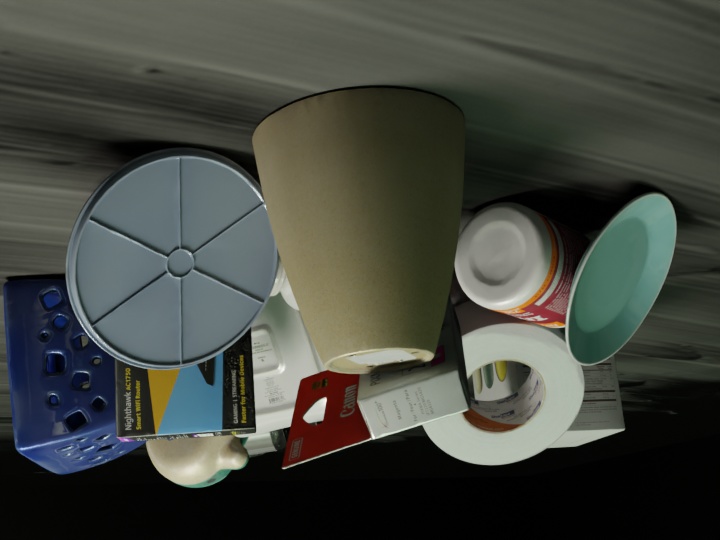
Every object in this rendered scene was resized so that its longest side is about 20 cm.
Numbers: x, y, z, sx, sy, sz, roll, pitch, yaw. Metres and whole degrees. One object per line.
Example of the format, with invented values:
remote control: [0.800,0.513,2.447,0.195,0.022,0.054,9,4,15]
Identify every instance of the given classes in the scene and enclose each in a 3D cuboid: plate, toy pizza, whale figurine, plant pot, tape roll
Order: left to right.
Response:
plant pot: [-0.306,0.118,1.365,0.178,0.202,0.200,-10,163,-3]
toy pizza: [-0.165,-0.010,1.018,0.198,0.203,0.032,5,-167,-31]
whale figurine: [-0.176,0.191,1.469,0.199,0.159,0.104,-38,146,1]
plate: [-0.109,0.090,1.322,0.198,0.202,0.032,-15,-174,32]
plant pot: [0.007,-0.022,0.966,0.185,0.202,0.188,-4,163,-1]
tape roll: [0.161,0.131,1.362,0.198,0.202,0.066,-2,-151,-4]
plate: [0.274,0.007,1.233,0.025,0.202,0.199,30,-172,36]

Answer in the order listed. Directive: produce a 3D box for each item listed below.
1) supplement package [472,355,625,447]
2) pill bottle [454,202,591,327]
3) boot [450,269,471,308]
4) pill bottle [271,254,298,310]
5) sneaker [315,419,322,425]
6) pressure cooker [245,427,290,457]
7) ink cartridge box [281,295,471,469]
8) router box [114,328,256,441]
supplement package: [0.244,0.130,1.548,0.149,0.202,0.152,0,163,-17]
pill bottle: [0.197,0.001,1.254,0.112,0.114,0.199,-16,160,34]
boot: [0.154,0.006,1.375,0.131,0.071,0.199,-23,163,27]
pill bottle: [-0.018,-0.015,1.140,0.198,0.112,0.111,2,162,-23]
sneaker: [0.008,0.152,1.386,0.072,0.201,0.085,-22,117,31]
pressure cooker: [-0.205,0.179,1.625,0.197,0.181,0.176,-9,163,0]
ink cartridge box: [0.010,0.095,1.054,0.172,0.044,0.200,-18,-164,7]
router box: [-0.191,0.080,1.246,0.147,0.202,0.051,-4,165,-5]
